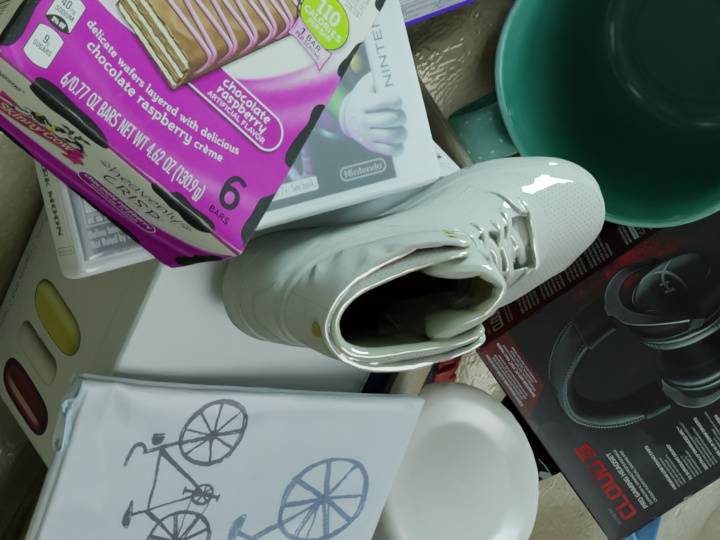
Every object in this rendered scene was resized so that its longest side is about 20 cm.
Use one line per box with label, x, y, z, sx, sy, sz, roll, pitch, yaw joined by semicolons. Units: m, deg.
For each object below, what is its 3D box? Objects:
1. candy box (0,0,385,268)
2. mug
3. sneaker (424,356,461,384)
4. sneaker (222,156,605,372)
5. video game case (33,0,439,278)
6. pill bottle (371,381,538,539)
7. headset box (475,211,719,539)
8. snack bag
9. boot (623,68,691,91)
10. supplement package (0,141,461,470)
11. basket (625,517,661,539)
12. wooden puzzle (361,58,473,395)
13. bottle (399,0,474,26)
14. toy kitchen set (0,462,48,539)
candy box;-0.066;-0.121;1.001;0.136;0.061;0.200;40;63;-26
mug;0.147;-0.114;1.253;0.114;0.185;0.152;-37;139;-56
sneaker;0.020;0.019;1.407;0.098;0.071;0.201;-31;148;-35
sneaker;0.050;0.002;1.097;0.200;0.116;0.074;-18;108;-25
video game case;-0.064;-0.107;1.052;0.200;0.023;0.182;-16;94;-35
pill bottle;-0.002;0.130;1.373;0.114;0.114;0.200;-26;-173;-37
headset box;0.168;0.048;1.376;0.200;0.149;0.077;-33;-165;6
snack bag;-0.082;0.134;1.180;0.200;0.021;0.189;5;118;-32
boot;0.196;-0.101;1.411;0.200;0.155;0.074;-5;98;-60
supplement package;-0.071;0.001;1.183;0.156;0.111;0.200;5;121;-39
basket;0.204;0.086;1.655;0.176;0.139;0.200;64;38;-60
wooden puzzle;0.000;0.000;1.277;0.046;0.200;0.185;14;117;-21
bottle;0.051;-0.175;1.184;0.200;0.084;0.065;-22;163;-25
toy kitchen set;-0.186;0.182;1.233;0.163;0.200;0.181;26;107;-18
